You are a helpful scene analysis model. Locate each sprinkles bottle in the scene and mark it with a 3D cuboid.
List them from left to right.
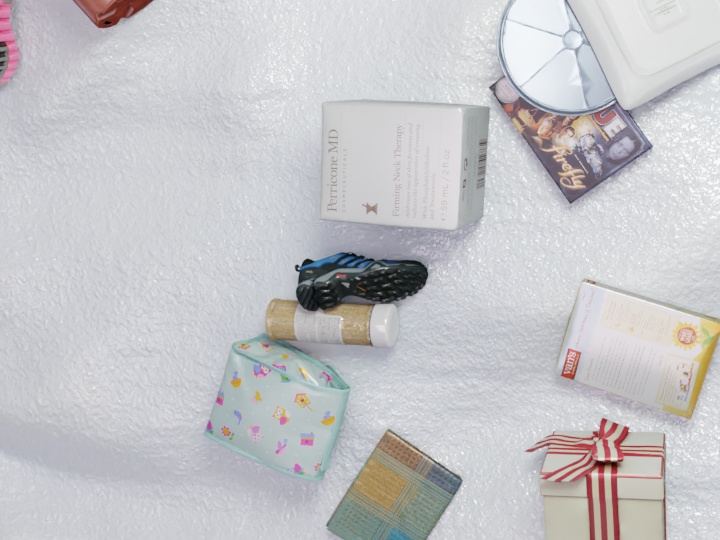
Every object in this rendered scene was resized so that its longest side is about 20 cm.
[{"bbox_3d":[-0.044,0.080,1.583,0.199,0.068,0.068,2,100,18],"label":"sprinkles bottle"}]

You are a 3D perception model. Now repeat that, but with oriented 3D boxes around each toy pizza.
[{"bbox_3d":[0.281,-0.305,1.385,0.200,0.032,0.201,0,90,2],"label":"toy pizza"}]

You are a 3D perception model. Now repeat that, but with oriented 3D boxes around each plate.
[{"bbox_3d":[0.390,-0.340,1.349,0.199,0.032,0.200,-27,89,3],"label":"plate"}]

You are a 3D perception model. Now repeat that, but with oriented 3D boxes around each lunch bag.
[{"bbox_3d":[-0.118,0.214,1.606,0.200,0.122,0.171,23,105,19],"label":"lunch bag"}]

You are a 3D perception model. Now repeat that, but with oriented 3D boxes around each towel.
[{"bbox_3d":[0.052,0.365,1.628,0.146,0.022,0.200,33,106,10],"label":"towel"}]

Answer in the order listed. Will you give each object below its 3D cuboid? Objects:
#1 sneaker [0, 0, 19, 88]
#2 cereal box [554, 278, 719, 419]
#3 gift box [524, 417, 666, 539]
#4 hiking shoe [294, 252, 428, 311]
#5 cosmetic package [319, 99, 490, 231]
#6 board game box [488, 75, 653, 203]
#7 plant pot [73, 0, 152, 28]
[{"bbox_3d":[-0.617,-0.394,1.704,0.095,0.079,0.201,15,104,38],"label":"sneaker"},{"bbox_3d":[0.387,0.108,1.457,0.200,0.040,0.144,19,105,15],"label":"cereal box"},{"bbox_3d":[0.327,0.317,1.440,0.199,0.185,0.187,-1,101,13],"label":"gift box"},{"bbox_3d":[0.000,0.000,1.551,0.199,0.087,0.075,-6,134,0],"label":"hiking shoe"},{"bbox_3d":[0.064,-0.152,1.454,0.199,0.166,0.168,5,101,19],"label":"cosmetic package"},{"bbox_3d":[0.290,-0.213,1.436,0.135,0.035,0.200,-36,87,20],"label":"board game box"},{"bbox_3d":[-0.393,-0.483,1.547,0.201,0.201,0.195,-35,96,21],"label":"plant pot"}]
